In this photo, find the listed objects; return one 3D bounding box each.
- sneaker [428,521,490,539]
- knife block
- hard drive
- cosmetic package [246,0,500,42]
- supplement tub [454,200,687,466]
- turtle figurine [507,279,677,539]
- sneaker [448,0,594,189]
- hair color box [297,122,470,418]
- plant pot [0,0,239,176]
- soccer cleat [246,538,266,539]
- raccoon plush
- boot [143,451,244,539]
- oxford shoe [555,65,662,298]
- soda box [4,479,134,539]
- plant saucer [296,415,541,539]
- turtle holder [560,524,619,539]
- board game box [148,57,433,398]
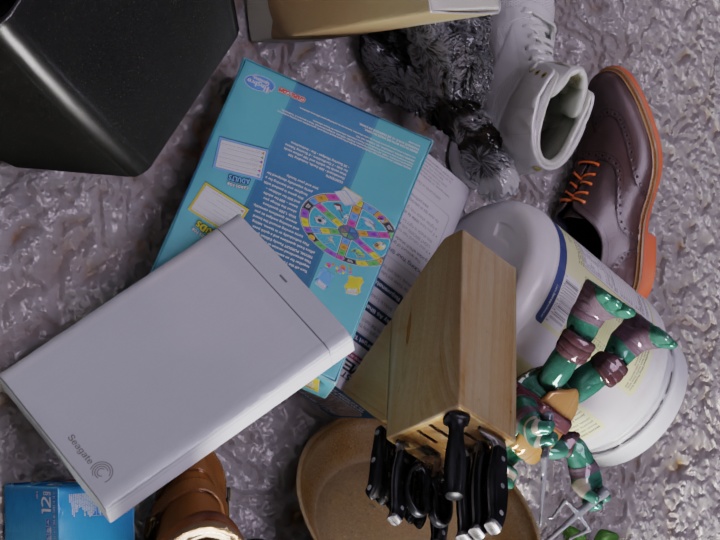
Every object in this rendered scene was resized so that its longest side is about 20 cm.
[{"bbox_3d":[0.045,0.230,1.745,0.200,0.074,0.079,-1,64,-38],"label":"sneaker"},{"bbox_3d":[0.074,0.090,1.607,0.064,0.176,0.200,35,88,-36],"label":"knife block"},{"bbox_3d":[-0.123,0.062,1.529,0.200,0.132,0.027,-35,150,-15],"label":"hard drive"},{"bbox_3d":[0.004,-0.223,1.638,0.071,0.200,0.105,-7,92,-41],"label":"cosmetic package"},{"bbox_3d":[0.147,0.053,1.783,0.200,0.145,0.145,38,64,-33],"label":"supplement tub"},{"bbox_3d":[0.140,0.110,1.664,0.200,0.101,0.150,-56,153,2],"label":"turtle figurine"},{"bbox_3d":[0.145,-0.162,1.815,0.074,0.115,0.200,25,70,-35],"label":"sneaker"},{"bbox_3d":[0.000,0.000,1.714,0.100,0.060,0.200,37,64,-34],"label":"hair color box"},{"bbox_3d":[-0.197,-0.169,1.477,0.200,0.199,0.177,-59,133,-27],"label":"plant pot"},{"bbox_3d":[-0.100,0.282,1.611,0.084,0.065,0.200,50,58,-31],"label":"soccer cleat"},{"bbox_3d":[0.084,-0.162,1.775,0.134,0.097,0.200,-38,109,-40],"label":"raccoon plush"},{"bbox_3d":[-0.107,0.170,1.522,0.077,0.200,0.155,5,52,-2],"label":"boot"},{"bbox_3d":[0.201,-0.069,1.889,0.072,0.071,0.200,-3,90,-36],"label":"oxford shoe"},{"bbox_3d":[-0.193,0.241,1.529,0.064,0.068,0.200,1,87,-41],"label":"soda box"},{"bbox_3d":[0.038,0.192,1.698,0.200,0.035,0.200,18,40,-16],"label":"plant saucer"},{"bbox_3d":[0.205,0.286,1.811,0.141,0.186,0.132,19,92,2],"label":"turtle holder"},{"bbox_3d":[-0.055,-0.031,1.633,0.151,0.047,0.200,24,70,-4],"label":"board game box"}]
